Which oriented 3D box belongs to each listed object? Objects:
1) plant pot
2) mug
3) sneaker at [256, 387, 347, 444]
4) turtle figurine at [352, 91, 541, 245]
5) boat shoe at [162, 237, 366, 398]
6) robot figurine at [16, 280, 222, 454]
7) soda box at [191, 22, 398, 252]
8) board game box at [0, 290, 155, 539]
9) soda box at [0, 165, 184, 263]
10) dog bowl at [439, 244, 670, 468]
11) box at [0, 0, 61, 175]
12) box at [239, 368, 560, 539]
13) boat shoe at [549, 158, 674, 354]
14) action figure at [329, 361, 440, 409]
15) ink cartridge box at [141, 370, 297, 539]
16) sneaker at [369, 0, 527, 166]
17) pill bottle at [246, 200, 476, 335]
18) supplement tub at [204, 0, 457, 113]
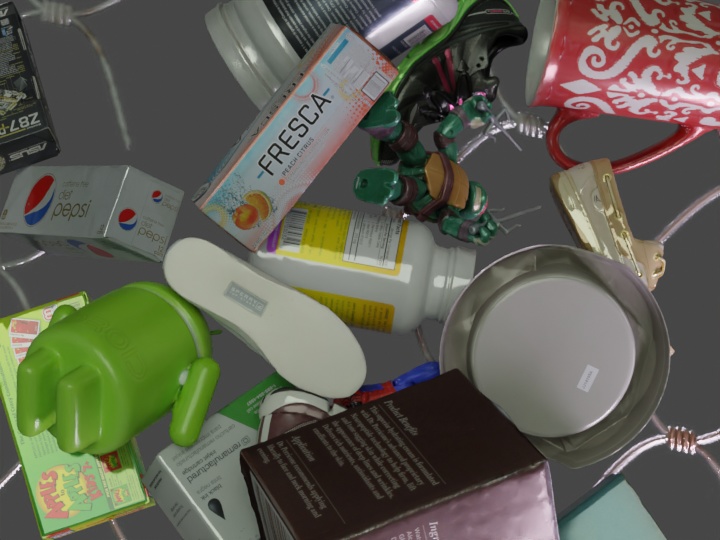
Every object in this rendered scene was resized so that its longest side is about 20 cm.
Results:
[{"bbox_3d":[0.179,0.290,1.457,0.200,0.141,0.142,-34,81,1],"label":"plant pot"},{"bbox_3d":[0.259,-0.183,1.562,0.199,0.178,0.134,9,44,-3],"label":"mug"},{"bbox_3d":[-0.002,0.182,1.429,0.199,0.076,0.116,17,65,-2],"label":"sneaker"},{"bbox_3d":[0.076,-0.082,1.506,0.101,0.200,0.150,-31,59,33],"label":"turtle figurine"},{"bbox_3d":[-0.082,0.041,1.454,0.199,0.069,0.072,29,92,-1],"label":"boat shoe"},{"bbox_3d":[-0.205,0.080,1.436,0.175,0.200,0.116,16,118,26],"label":"robot figurine"},{"bbox_3d":[-0.057,-0.115,1.439,0.064,0.068,0.200,39,90,-16],"label":"soda box"},{"bbox_3d":[-0.264,0.131,1.526,0.101,0.048,0.201,-18,80,-3],"label":"board game box"},{"bbox_3d":[-0.240,-0.051,1.487,0.064,0.200,0.068,25,77,-37],"label":"soda box"},{"bbox_3d":[0.164,0.070,1.465,0.199,0.059,0.201,-1,100,-4],"label":"dog bowl"},{"bbox_3d":[-0.389,-0.147,1.549,0.199,0.049,0.162,-20,57,-4],"label":"box"},{"bbox_3d":[0.034,0.209,1.321,0.199,0.166,0.165,-19,117,-14],"label":"box"},{"bbox_3d":[0.242,-0.010,1.533,0.069,0.074,0.201,-27,87,2],"label":"boat shoe"},{"bbox_3d":[0.047,0.104,1.509,0.199,0.099,0.066,-15,80,0],"label":"action figure"},{"bbox_3d":[-0.072,0.212,1.474,0.146,0.083,0.200,-34,82,-26],"label":"ink cartridge box"},{"bbox_3d":[0.081,-0.173,1.566,0.084,0.077,0.200,38,83,10],"label":"sneaker"},{"bbox_3d":[0.000,0.000,1.521,0.199,0.104,0.105,10,80,2],"label":"pill bottle"},{"bbox_3d":[-0.026,-0.237,1.529,0.200,0.140,0.141,-33,81,10],"label":"supplement tub"}]
